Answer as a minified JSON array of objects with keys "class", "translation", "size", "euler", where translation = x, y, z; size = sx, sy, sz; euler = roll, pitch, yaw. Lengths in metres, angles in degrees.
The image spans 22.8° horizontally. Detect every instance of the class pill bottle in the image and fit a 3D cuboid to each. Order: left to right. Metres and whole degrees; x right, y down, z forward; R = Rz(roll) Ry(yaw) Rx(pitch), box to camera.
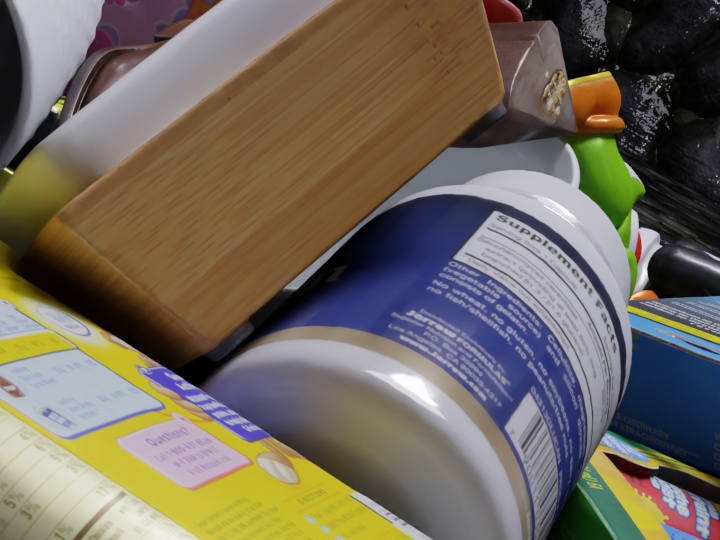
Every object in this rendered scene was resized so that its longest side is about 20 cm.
[{"class":"pill bottle","translation":[0.026,0.038,0.588],"size":[0.111,0.111,0.200],"euler":[29,30,10]}]

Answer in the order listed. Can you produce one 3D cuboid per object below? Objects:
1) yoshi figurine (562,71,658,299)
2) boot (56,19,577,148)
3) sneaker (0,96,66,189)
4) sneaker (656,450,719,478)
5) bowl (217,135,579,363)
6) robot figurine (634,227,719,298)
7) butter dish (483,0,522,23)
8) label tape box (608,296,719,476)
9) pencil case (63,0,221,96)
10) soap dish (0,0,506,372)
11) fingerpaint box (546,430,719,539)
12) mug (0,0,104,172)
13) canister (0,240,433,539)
[{"class":"yoshi figurine","translation":[0.091,0.011,0.869],"size":[0.112,0.200,0.112],"euler":[-13,9,11]},{"class":"boot","translation":[-0.013,-0.067,0.772],"size":[0.200,0.064,0.186],"euler":[6,32,17]},{"class":"sneaker","translation":[-0.110,-0.048,0.890],"size":[0.200,0.075,0.085],"euler":[23,11,-19]},{"class":"sneaker","translation":[0.201,0.128,0.858],"size":[0.200,0.073,0.082],"euler":[7,24,-32]},{"class":"bowl","translation":[0.000,0.000,0.795],"size":[0.201,0.091,0.201],"euler":[-6,28,3]},{"class":"robot figurine","translation":[0.187,0.054,0.976],"size":[0.200,0.150,0.125],"euler":[26,21,13]},{"class":"butter dish","translation":[0.002,-0.133,1.351],"size":[0.199,0.200,0.148],"euler":[24,35,-20]},{"class":"label tape box","translation":[0.181,0.061,0.781],"size":[0.144,0.063,0.200],"euler":[22,13,36]},{"class":"pencil case","translation":[-0.112,-0.123,0.947],"size":[0.087,0.200,0.088],"euler":[38,38,-38]},{"class":"soap dish","translation":[-0.049,-0.026,0.592],"size":[0.081,0.157,0.200],"euler":[50,-24,-3]},{"class":"fingerpaint box","translation":[0.133,0.134,0.635],"size":[0.167,0.073,0.200],"euler":[24,12,-16]},{"class":"mug","translation":[-0.207,-0.119,0.776],"size":[0.175,0.200,0.148],"euler":[-72,142,-60]},{"class":"canister","translation":[-0.071,0.068,0.438],"size":[0.200,0.087,0.149],"euler":[31,11,13]}]
